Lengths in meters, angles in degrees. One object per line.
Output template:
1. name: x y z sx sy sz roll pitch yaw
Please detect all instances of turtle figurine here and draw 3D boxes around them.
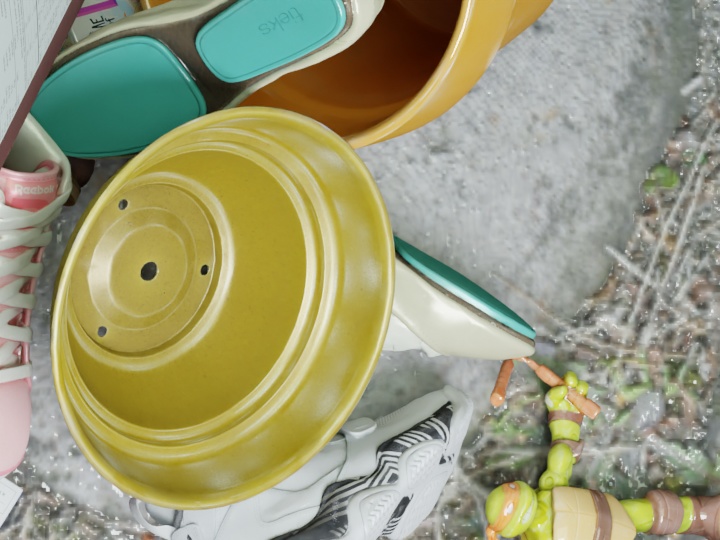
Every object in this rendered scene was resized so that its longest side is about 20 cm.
1. turtle figurine: 0.127 0.150 1.437 0.161 0.064 0.201 18 50 -22

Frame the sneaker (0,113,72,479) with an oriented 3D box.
1. sneaker: -0.185 0.001 1.301 0.075 0.104 0.201 -11 86 -51

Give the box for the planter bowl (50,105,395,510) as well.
1. planter bowl: -0.085 0.009 1.312 0.200 0.083 0.201 -14 113 -34

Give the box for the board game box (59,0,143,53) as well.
1. board game box: -0.129 -0.172 1.394 0.134 0.034 0.201 -24 90 -46

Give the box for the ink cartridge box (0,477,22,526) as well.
1. ink cartridge box: -0.277 0.095 1.327 0.200 0.044 0.094 34 71 -10

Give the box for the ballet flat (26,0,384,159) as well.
1. ballet flat: -0.073 -0.108 1.297 0.069 0.199 0.070 37 43 -47

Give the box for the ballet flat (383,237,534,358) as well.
1. ballet flat: 0.000 0.000 1.423 0.200 0.069 0.070 38 72 -8

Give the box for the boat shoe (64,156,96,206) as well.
1. boat shoe: -0.211 -0.114 1.366 0.200 0.070 0.070 38 69 -13

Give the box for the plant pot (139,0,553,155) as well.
1. plant pot: 0.015 -0.170 1.379 0.183 0.200 0.201 -17 86 -58

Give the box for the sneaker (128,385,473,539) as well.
1. sneaker: -0.028 0.101 1.387 0.115 0.075 0.200 32 44 16

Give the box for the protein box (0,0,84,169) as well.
1. protein box: -0.247 -0.135 1.224 0.198 0.135 0.200 15 53 8
